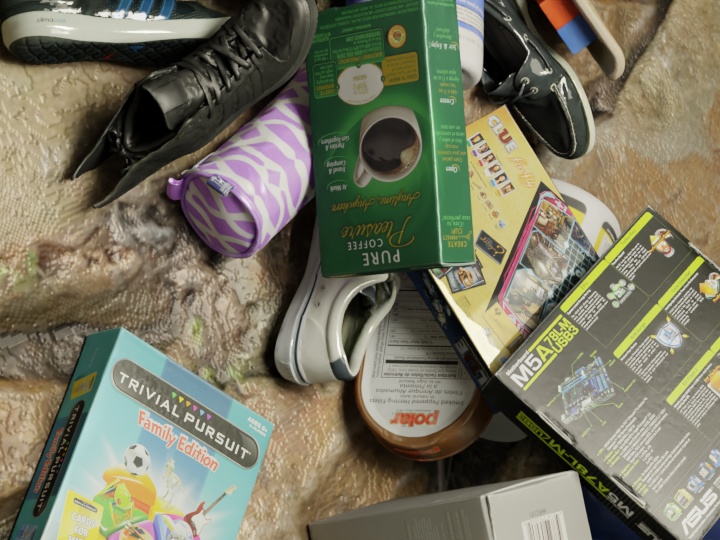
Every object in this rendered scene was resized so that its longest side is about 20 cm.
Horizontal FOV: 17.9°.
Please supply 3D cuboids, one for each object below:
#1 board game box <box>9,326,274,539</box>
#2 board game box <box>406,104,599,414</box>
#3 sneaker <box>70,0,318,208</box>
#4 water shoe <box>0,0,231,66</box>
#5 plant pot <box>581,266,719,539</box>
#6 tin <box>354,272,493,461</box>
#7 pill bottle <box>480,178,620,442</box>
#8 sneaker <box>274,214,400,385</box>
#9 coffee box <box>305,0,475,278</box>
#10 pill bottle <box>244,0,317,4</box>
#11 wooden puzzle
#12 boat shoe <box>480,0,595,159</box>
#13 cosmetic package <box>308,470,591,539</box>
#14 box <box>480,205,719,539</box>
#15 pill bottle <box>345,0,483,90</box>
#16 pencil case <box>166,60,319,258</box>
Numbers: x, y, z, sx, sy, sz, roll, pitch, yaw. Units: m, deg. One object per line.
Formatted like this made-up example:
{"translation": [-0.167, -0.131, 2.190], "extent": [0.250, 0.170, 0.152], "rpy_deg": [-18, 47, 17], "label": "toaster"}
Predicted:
{"translation": [-0.157, 0.165, 1.612], "extent": [0.151, 0.047, 0.201], "rpy_deg": [35, 60, -31], "label": "board game box"}
{"translation": [0.106, -0.010, 1.744], "extent": [0.135, 0.035, 0.200], "rpy_deg": [-29, 85, -25], "label": "board game box"}
{"translation": [-0.118, -0.127, 1.638], "extent": [0.060, 0.200, 0.104], "rpy_deg": [50, 23, 8], "label": "sneaker"}
{"translation": [-0.172, -0.195, 1.662], "extent": [0.199, 0.071, 0.079], "rpy_deg": [-3, 78, -43], "label": "water shoe"}
{"translation": [0.291, 0.107, 1.872], "extent": [0.200, 0.199, 0.180], "rpy_deg": [-44, 130, -45], "label": "plant pot"}
{"translation": [0.055, 0.048, 1.778], "extent": [0.042, 0.112, 0.201], "rpy_deg": [42, 51, -58], "label": "tin"}
{"translation": [0.131, 0.033, 1.848], "extent": [0.111, 0.111, 0.201], "rpy_deg": [41, 57, -27], "label": "pill bottle"}
{"translation": [0.000, 0.000, 1.758], "extent": [0.073, 0.071, 0.201], "rpy_deg": [45, 56, -53], "label": "sneaker"}
{"translation": [0.020, -0.097, 1.669], "extent": [0.044, 0.123, 0.201], "rpy_deg": [-2, 85, -49], "label": "coffee box"}
{"translation": [-0.026, -0.291, 1.749], "extent": [0.112, 0.112, 0.200], "rpy_deg": [36, 84, -30], "label": "pill bottle"}
{"translation": [0.147, -0.260, 1.918], "extent": [0.200, 0.046, 0.185], "rpy_deg": [57, 7, -19], "label": "wooden puzzle"}
{"translation": [0.125, -0.173, 1.913], "extent": [0.066, 0.074, 0.200], "rpy_deg": [-35, 103, -38], "label": "boat shoe"}
{"translation": [0.066, 0.207, 1.697], "extent": [0.107, 0.200, 0.091], "rpy_deg": [-10, 89, -44], "label": "cosmetic package"}
{"translation": [0.223, 0.083, 1.700], "extent": [0.193, 0.048, 0.200], "rpy_deg": [40, 64, 8], "label": "box"}
{"translation": [0.045, -0.248, 1.834], "extent": [0.112, 0.112, 0.201], "rpy_deg": [14, 72, -38], "label": "pill bottle"}
{"translation": [-0.059, -0.092, 1.735], "extent": [0.085, 0.084, 0.200], "rpy_deg": [30, 50, 18], "label": "pencil case"}
